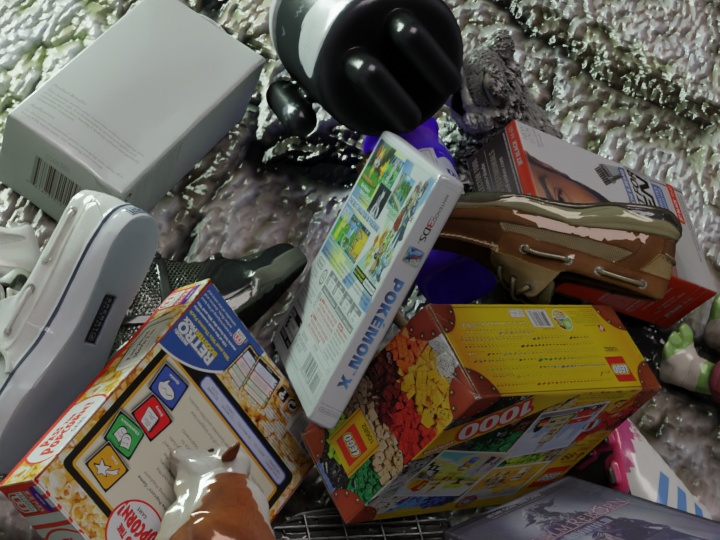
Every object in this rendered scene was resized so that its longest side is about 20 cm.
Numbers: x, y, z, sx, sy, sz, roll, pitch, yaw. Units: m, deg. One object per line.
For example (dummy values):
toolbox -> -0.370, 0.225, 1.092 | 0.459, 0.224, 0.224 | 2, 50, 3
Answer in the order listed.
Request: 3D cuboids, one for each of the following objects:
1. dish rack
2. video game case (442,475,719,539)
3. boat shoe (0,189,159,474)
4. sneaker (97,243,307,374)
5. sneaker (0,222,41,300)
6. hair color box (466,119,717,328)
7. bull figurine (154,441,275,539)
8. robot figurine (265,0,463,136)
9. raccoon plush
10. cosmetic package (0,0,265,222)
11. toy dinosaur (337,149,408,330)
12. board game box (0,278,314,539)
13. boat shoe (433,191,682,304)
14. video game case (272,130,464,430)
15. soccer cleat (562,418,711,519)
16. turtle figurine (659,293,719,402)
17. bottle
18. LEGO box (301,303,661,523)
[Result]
dish rack -> 0.014, 0.251, 1.131 | 0.153, 0.055, 0.200 | 1, 52, -21
video game case -> 0.176, 0.187, 1.136 | 0.200, 0.019, 0.143 | 14, 20, 42
boat shoe -> -0.220, 0.035, 1.157 | 0.086, 0.202, 0.075 | 28, 3, 28
sneaker -> -0.135, 0.009, 1.245 | 0.199, 0.076, 0.114 | -31, 75, -30
sneaker -> -0.322, -0.015, 1.200 | 0.200, 0.074, 0.089 | 11, 51, -25
hair color box -> 0.187, -0.035, 1.363 | 0.200, 0.064, 0.111 | 16, 47, -35
bull figurine -> -0.088, 0.201, 1.046 | 0.121, 0.065, 0.200 | -23, 75, -24
robot figurine -> 0.005, -0.178, 1.323 | 0.150, 0.125, 0.200 | -9, 28, -19
raccoon plush -> 0.151, -0.130, 1.418 | 0.200, 0.134, 0.097 | 1, 53, -20
cosmetic package -> -0.177, -0.121, 1.327 | 0.113, 0.081, 0.200 | 36, 49, 8
toy dinosaur -> 0.006, -0.003, 1.289 | 0.058, 0.101, 0.200 | 1, 54, -20
board game box -> -0.122, 0.127, 1.129 | 0.152, 0.046, 0.200 | 54, 49, -18
boat shoe -> 0.128, -0.013, 1.219 | 0.200, 0.076, 0.074 | 4, 82, 11
video game case -> 0.000, 0.000, 1.180 | 0.022, 0.182, 0.200 | 27, 7, -14
soccer cleat -> 0.211, 0.173, 1.263 | 0.086, 0.070, 0.200 | -1, 54, -42
turtle figurine -> 0.339, 0.072, 1.311 | 0.194, 0.200, 0.144 | 30, 79, 33
bottle -> 0.049, -0.068, 1.367 | 0.065, 0.084, 0.200 | -24, 59, 6
LEGO box -> 0.085, 0.096, 1.172 | 0.200, 0.149, 0.077 | 1, 51, -45
